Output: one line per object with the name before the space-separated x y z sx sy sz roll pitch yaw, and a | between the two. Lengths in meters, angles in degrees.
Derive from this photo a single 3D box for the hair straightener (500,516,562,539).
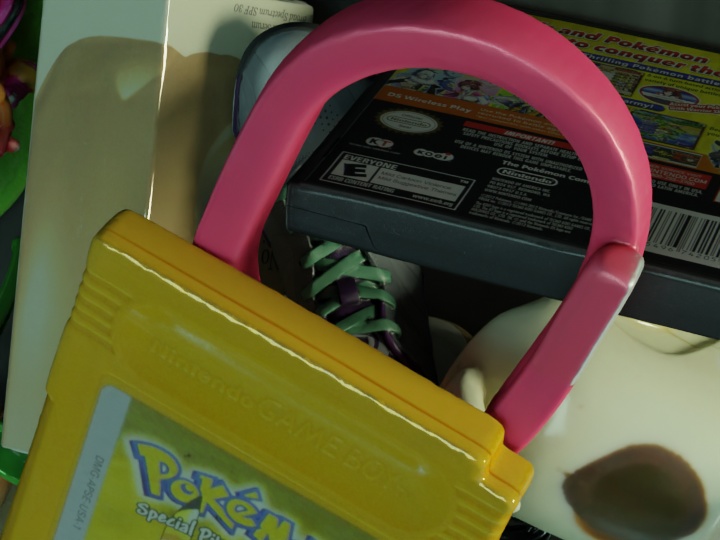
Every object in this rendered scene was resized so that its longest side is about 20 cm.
hair straightener | 0.078 0.126 0.978 0.199 0.077 0.041 12 143 3

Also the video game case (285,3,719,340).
video game case | 0.096 -0.043 0.833 0.199 0.181 0.026 14 124 16

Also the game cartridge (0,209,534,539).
game cartridge | -0.045 0.094 0.815 0.176 0.032 0.200 29 132 8

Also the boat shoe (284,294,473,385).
boat shoe | -0.046 0.049 0.990 0.199 0.069 0.071 1 111 21

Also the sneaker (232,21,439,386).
sneaker | 0.000 0.000 0.875 0.074 0.088 0.201 -16 106 -1

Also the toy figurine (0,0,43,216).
toy figurine | -0.195 -0.040 0.927 0.200 0.184 0.150 -41 118 18

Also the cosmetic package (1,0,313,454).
cosmetic package | -0.084 -0.020 0.919 0.071 0.105 0.201 8 96 35

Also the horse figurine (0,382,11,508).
horse figurine | -0.206 0.106 1.030 0.050 0.133 0.200 36 98 -30

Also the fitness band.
fitness band | 0.018 -0.007 0.755 0.143 0.037 0.200 33 130 4

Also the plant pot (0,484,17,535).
plant pot | -0.134 0.193 1.035 0.200 0.201 0.134 -28 133 28

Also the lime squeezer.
lime squeezer | -0.149 0.066 0.978 0.038 0.070 0.200 -58 47 34

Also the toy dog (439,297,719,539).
toy dog | 0.140 0.076 0.865 0.200 0.194 0.140 39 111 13
